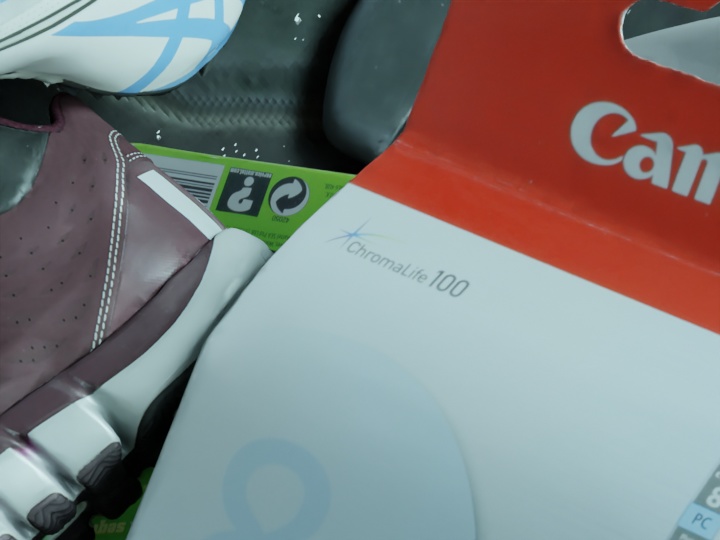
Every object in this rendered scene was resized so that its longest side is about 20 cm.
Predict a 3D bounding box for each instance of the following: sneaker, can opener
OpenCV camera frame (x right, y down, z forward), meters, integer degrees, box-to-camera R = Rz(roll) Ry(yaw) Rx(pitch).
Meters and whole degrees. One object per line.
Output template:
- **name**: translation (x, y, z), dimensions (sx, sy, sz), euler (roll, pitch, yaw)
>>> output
- **sneaker**: translation (-0.121, 0.035, 0.711), dimensions (0.200, 0.076, 0.116), euler (-41, 76, -12)
- **sneaker**: translation (-0.080, -0.081, 0.705), dimensions (0.200, 0.072, 0.073), euler (-21, 137, -61)
- **can opener**: translation (0.000, 0.000, 0.811), dimensions (0.066, 0.053, 0.200), euler (24, 65, 5)

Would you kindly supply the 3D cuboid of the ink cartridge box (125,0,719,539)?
- **ink cartridge box**: translation (0.044, 0.021, 0.639), dimensions (0.047, 0.160, 0.200), euler (15, 96, -54)

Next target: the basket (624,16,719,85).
- **basket**: translation (0.173, -0.004, 0.842), dimensions (0.123, 0.200, 0.136), euler (10, 79, -41)

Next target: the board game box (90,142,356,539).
- **board game box**: translation (-0.046, 0.067, 0.736), dimensions (0.030, 0.095, 0.200), euler (54, 51, -56)
